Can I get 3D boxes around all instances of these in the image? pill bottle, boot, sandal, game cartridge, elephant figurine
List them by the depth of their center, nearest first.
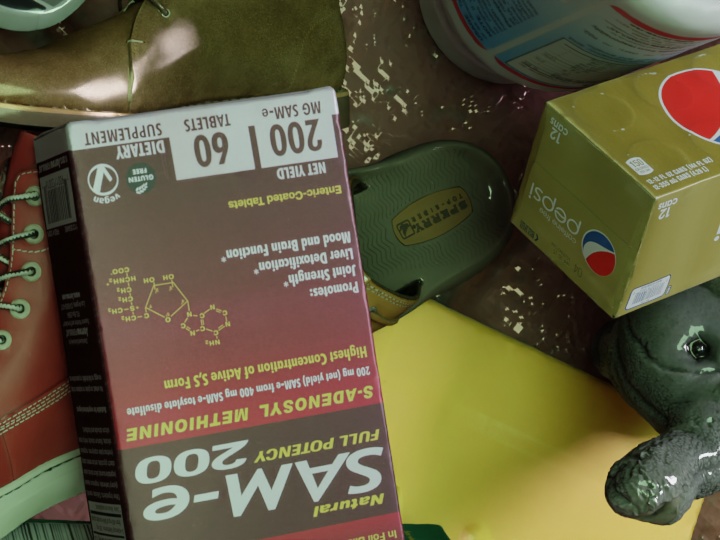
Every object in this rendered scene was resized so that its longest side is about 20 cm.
[{"bbox_3d":[-0.153,0.027,0.996,0.199,0.072,0.145,-24,116,-35],"label":"boot"},{"bbox_3d":[-0.090,-0.092,1.046,0.199,0.073,0.076,-7,105,-38],"label":"boot"},{"bbox_3d":[0.000,0.000,1.057,0.199,0.054,0.082,-27,94,-36],"label":"sandal"},{"bbox_3d":[0.097,-0.134,1.069,0.108,0.200,0.110,2,84,-20],"label":"pill bottle"},{"bbox_3d":[0.159,0.023,1.105,0.199,0.155,0.143,-1,95,-27],"label":"elephant figurine"},{"bbox_3d":[0.043,0.115,1.118,0.199,0.032,0.177,26,76,-19],"label":"game cartridge"}]

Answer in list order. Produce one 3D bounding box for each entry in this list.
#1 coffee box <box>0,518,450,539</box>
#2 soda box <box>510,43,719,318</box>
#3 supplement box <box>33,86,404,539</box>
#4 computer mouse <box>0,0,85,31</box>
[{"bbox_3d":[-0.061,0.163,1.035,0.199,0.044,0.124,3,102,-14],"label":"coffee box"},{"bbox_3d":[0.161,-0.051,1.057,0.199,0.064,0.068,-19,50,-35],"label":"soda box"},{"bbox_3d":[-0.052,0.039,0.972,0.108,0.061,0.201,-10,91,-20],"label":"supplement box"},{"bbox_3d":[-0.109,-0.184,1.078,0.109,0.044,0.201,31,76,1],"label":"computer mouse"}]
